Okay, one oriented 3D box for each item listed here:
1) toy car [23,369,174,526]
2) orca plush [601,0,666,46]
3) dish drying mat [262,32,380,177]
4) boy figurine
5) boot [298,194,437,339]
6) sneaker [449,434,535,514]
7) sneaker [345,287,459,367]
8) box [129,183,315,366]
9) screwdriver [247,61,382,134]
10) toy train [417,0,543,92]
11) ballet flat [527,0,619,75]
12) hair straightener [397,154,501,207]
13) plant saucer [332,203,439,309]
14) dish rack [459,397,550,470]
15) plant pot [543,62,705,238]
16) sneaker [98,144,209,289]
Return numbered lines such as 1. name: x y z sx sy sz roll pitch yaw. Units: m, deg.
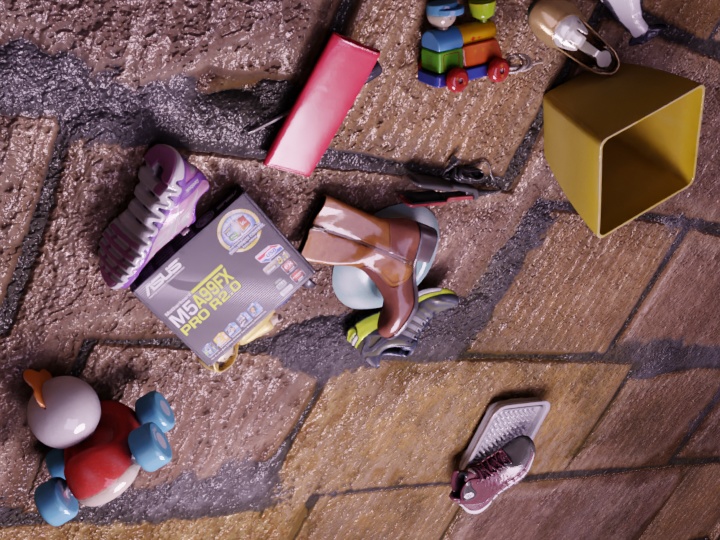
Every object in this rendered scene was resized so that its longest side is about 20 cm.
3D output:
1. toy car: -0.381 0.200 1.398 0.184 0.177 0.200 -29 112 5
2. orca plush: 0.390 -0.427 1.507 0.200 0.105 0.071 42 54 -27
3. dish drying mat: -0.052 -0.212 1.349 0.077 0.018 0.200 11 124 -36
4. boy figurine: -0.163 0.061 1.493 0.200 0.064 0.124 -45 143 -3
5. boot: 0.000 0.000 1.523 0.199 0.069 0.189 12 110 -28
6. sneaker: 0.253 0.397 2.053 0.200 0.076 0.115 -50 136 9
7. sneaker: 0.078 0.094 1.691 0.199 0.081 0.074 -26 162 -14
8. box: -0.185 0.008 1.401 0.200 0.044 0.160 -41 119 -2
9. screwdriver: -0.060 -0.223 1.364 0.199 0.028 0.029 -30 168 -6
10. toy train: 0.171 -0.323 1.423 0.199 0.085 0.116 -18 121 -26
11. ballet flat: 0.324 -0.343 1.533 0.199 0.063 0.069 16 113 -45
12. hair straightener: 0.148 -0.136 1.589 0.199 0.041 0.077 -2 126 -38
13. plant saucer: 0.050 -0.010 1.621 0.200 0.039 0.202 -21 135 -23
14. dish rack: 0.286 0.336 2.114 0.171 0.044 0.201 1 124 -39
15. plant pot: 0.391 -0.211 1.617 0.199 0.176 0.201 -29 139 -16
16. sneaker: -0.255 -0.059 1.306 0.088 0.080 0.201 12 116 -53
